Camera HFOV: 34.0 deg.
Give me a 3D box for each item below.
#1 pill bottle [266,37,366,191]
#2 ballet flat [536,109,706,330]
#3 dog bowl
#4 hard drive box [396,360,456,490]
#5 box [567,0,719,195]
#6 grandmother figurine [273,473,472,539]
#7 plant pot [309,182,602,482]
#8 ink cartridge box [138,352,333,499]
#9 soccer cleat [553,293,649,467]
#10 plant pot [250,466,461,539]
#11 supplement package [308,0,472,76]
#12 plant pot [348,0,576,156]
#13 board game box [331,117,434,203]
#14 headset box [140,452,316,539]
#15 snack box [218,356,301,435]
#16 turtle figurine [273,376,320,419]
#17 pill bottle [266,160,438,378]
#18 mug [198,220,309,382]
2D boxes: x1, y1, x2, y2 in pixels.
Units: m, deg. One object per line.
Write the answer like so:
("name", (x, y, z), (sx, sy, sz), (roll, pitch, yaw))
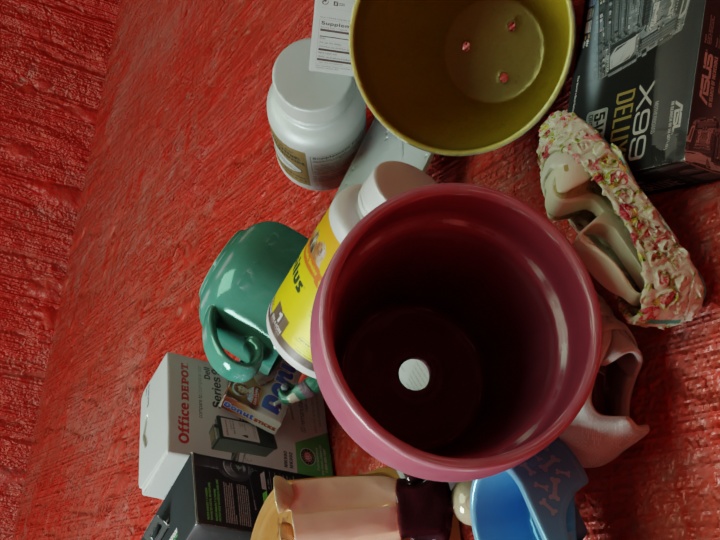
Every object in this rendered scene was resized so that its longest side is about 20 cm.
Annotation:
("pill bottle", (-0.050, -0.179, 1.357), (0.200, 0.113, 0.115), (87, -170, -72))
("ballet flat", (0.175, -0.040, 0.858), (0.201, 0.063, 0.076), (58, 150, 31))
("dog bowl", (0.135, 0.213, 0.832), (0.112, 0.049, 0.201), (113, 145, -46))
("hard drive box", (0.084, 0.072, 1.055), (0.201, 0.076, 0.156), (-67, 25, 18))
("box", (0.228, -0.160, 0.911), (0.157, 0.049, 0.202), (-9, 69, 65))
("grandmother figurine", (0.032, 0.201, 0.976), (0.061, 0.198, 0.122), (-90, -8, -81))
("plant pot", (0.054, 0.062, 0.862), (0.179, 0.198, 0.202), (119, 159, -68))
("ink cartridge box", (-0.140, 0.190, 1.322), (0.084, 0.198, 0.147), (-56, 30, 35))
("soccer cleat", (0.175, 0.049, 0.895), (0.086, 0.069, 0.202), (-35, 50, 43))
("plant pot", (-0.017, 0.274, 1.082), (0.200, 0.139, 0.202), (-43, 40, 51))
("supplement package", (0.034, -0.305, 1.231), (0.111, 0.154, 0.201), (99, 177, -50))
("plant pot", (0.107, -0.204, 1.060), (0.202, 0.199, 0.142), (-69, -17, 13))
("board game box", (0.037, -0.110, 1.272), (0.201, 0.026, 0.200), (-64, 22, -12))
("headset box", (-0.129, 0.294, 1.239), (0.175, 0.198, 0.093), (-59, 29, 33))
("snack box", (-0.101, 0.104, 1.361), (0.024, 0.071, 0.201), (-58, 7, 35))
("turtle figurine", (-0.022, 0.076, 1.258), (0.201, 0.100, 0.150), (106, -178, -48))
("pill bottle", (0.000, 0.000, 1.057), (0.201, 0.108, 0.110), (-56, 30, 36))
("mug", (-0.110, 0.025, 1.284), (0.153, 0.114, 0.185), (-58, -2, 10))
